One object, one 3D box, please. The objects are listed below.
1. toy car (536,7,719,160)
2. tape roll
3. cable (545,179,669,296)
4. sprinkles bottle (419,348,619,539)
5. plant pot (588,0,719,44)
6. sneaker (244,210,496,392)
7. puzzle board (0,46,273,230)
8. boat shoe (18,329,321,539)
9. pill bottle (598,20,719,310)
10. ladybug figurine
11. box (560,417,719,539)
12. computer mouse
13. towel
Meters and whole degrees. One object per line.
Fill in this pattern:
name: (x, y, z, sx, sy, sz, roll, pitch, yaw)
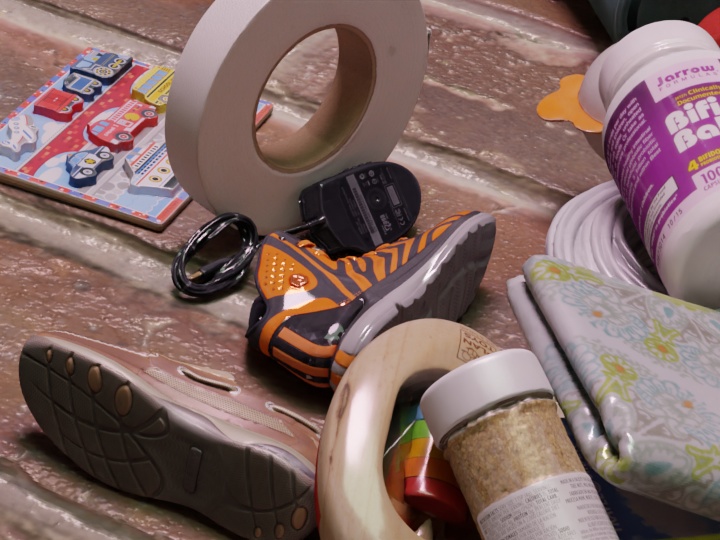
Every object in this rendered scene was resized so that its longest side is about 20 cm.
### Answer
toy car: (0.218, -0.121, 1.717, 0.200, 0.185, 0.177, 3, 31, -7)
tape roll: (-0.039, -0.119, 1.633, 0.203, 0.203, 0.037, -21, 41, -39)
cable: (0.210, 0.015, 1.589, 0.200, 0.069, 0.200, 8, 37, -8)
sprinkles bottle: (0.098, 0.141, 1.288, 0.068, 0.068, 0.200, -12, 67, -30)
plant pot: (0.244, -0.259, 1.956, 0.200, 0.200, 0.196, 1, 40, -13)
sneaker: (0.000, 0.000, 1.568, 0.112, 0.078, 0.200, 25, 35, 23)
puzzle board: (-0.165, -0.098, 1.746, 0.151, 0.017, 0.200, 17, 33, 14)
boat shoe: (-0.100, 0.088, 1.413, 0.200, 0.076, 0.072, 28, 32, 13)
pill bottle: (0.213, -0.066, 1.543, 0.112, 0.112, 0.200, -1, 40, -16)
ladybug figurine: (0.033, 0.114, 1.361, 0.136, 0.072, 0.200, 30, 47, -13)
box: (0.189, 0.129, 1.433, 0.200, 0.048, 0.122, -3, 33, -18)
computer mouse: (-0.042, -0.024, 1.640, 0.200, 0.059, 0.034, -20, -2, -32)
towel: (0.179, 0.074, 1.385, 0.171, 0.048, 0.200, 16, 27, -25)
